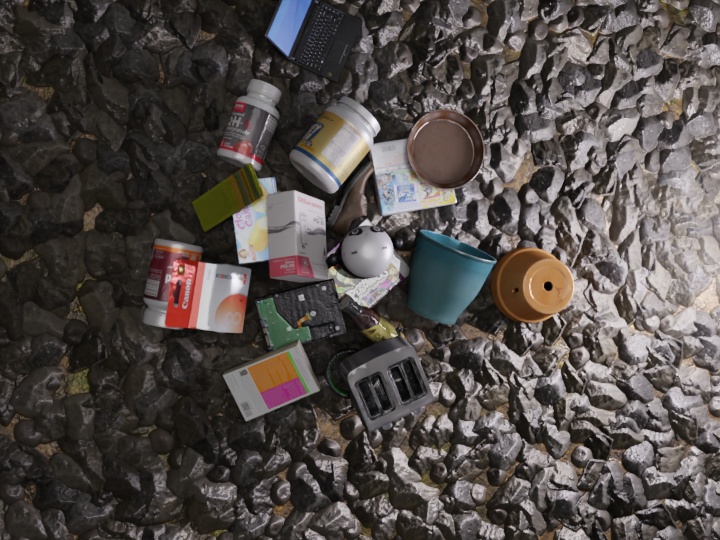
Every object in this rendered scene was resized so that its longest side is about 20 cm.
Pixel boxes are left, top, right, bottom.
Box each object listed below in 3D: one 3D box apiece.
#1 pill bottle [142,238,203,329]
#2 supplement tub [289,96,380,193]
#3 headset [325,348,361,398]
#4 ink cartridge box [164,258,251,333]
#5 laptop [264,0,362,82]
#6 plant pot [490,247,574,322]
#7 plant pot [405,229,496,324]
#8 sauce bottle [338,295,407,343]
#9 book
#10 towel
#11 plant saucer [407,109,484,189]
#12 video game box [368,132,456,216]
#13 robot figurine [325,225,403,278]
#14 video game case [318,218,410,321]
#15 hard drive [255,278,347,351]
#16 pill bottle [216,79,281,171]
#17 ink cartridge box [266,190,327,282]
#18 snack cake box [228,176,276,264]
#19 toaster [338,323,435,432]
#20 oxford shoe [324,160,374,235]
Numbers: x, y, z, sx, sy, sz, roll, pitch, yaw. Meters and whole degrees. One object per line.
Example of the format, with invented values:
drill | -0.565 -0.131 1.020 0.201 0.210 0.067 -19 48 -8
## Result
pill bottle | -0.446 0.032 1.513 0.114 0.114 0.200 11 89 -8
supplement tub | -0.061 -0.304 1.555 0.145 0.145 0.200 39 84 -7
headset | 0.014 0.256 1.616 0.200 0.094 0.124 -1 94 7
ink cartridge box | -0.352 0.061 1.502 0.050 0.200 0.163 7 88 36
laptop | -0.110 -0.593 1.568 0.200 0.103 0.178 23 87 -8
plant pot | 0.449 0.038 1.634 0.200 0.140 0.201 0 89 -8
plant pot | 0.205 0.023 1.581 0.200 0.200 0.188 19 103 -8
sauce bottle | 0.029 0.136 1.584 0.200 0.066 0.066 39 85 -23
book | -0.215 0.270 1.561 0.200 0.048 0.134 -22 101 4
towel | -0.318 -0.171 1.520 0.200 0.018 0.086 -27 81 27
plant saucer | 0.211 -0.301 1.608 0.200 0.034 0.201 0 89 -11
video game box | 0.131 -0.243 1.633 0.200 0.047 0.183 -10 89 -9
robot figurine | 0.009 -0.044 1.501 0.125 0.200 0.150 36 85 -4
video game case | 0.000 0.000 1.619 0.200 0.036 0.181 -41 94 -6
hard drive | -0.145 0.110 1.579 0.200 0.038 0.140 -15 96 1
pill bottle | -0.261 -0.349 1.542 0.111 0.111 0.200 20 87 -8
ink cartridge box | -0.149 -0.078 1.522 0.083 0.146 0.200 -7 82 26
snack cake box | -0.253 -0.120 1.565 0.115 0.067 0.200 -8 91 -9
toaster | 0.060 0.260 1.516 0.181 0.119 0.200 -23 99 -9
oxford shoe | -0.011 -0.179 1.603 0.084 0.073 0.200 28 98 -10
